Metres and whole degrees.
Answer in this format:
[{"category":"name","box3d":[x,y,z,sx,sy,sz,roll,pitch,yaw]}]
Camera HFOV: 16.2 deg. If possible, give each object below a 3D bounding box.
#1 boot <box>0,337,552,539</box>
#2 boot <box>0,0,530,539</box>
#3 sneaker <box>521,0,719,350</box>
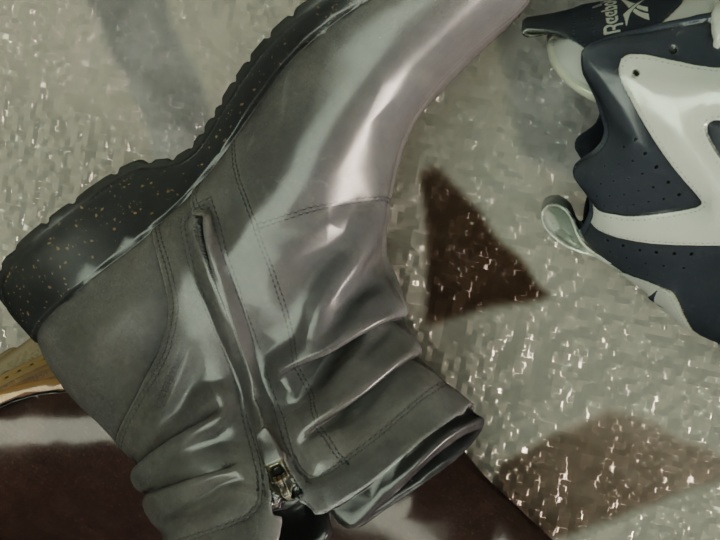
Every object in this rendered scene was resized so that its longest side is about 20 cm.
[{"category":"boot","box3d":[-0.058,0.090,0.818,0.200,0.072,0.166,-40,84,8]},{"category":"boot","box3d":[0.000,0.000,0.757,0.200,0.070,0.132,-40,72,10]},{"category":"sneaker","box3d":[0.119,-0.077,0.764,0.129,0.080,0.200,22,108,1]}]
